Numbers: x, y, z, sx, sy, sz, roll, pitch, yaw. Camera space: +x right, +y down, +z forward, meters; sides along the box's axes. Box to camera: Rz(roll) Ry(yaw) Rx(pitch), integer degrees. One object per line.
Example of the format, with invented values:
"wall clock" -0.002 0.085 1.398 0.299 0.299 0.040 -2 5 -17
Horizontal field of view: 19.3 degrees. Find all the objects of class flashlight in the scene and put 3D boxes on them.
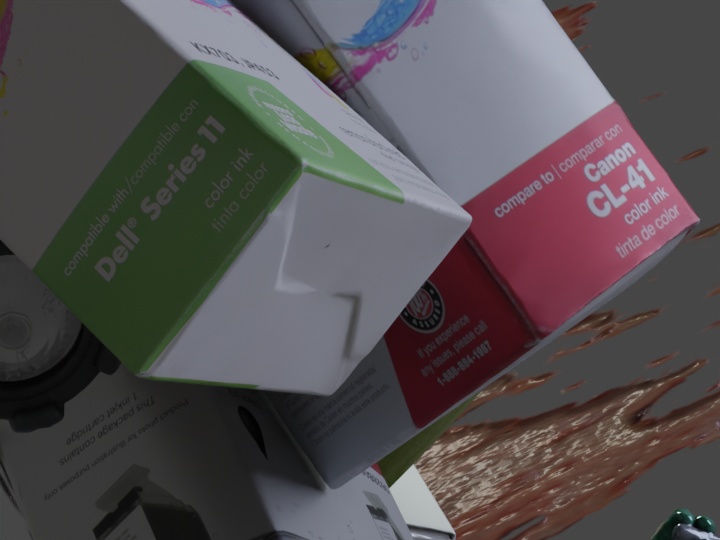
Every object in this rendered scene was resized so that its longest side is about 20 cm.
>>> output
"flashlight" -0.115 -0.026 0.652 0.068 0.068 0.200 41 11 -26

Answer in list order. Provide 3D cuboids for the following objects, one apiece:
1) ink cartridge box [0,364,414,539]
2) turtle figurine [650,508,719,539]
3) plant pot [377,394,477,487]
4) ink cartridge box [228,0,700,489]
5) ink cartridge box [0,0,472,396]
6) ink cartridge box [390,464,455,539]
"ink cartridge box" -0.029 0.117 0.709 0.147 0.083 0.201 38 21 -57
"turtle figurine" 0.114 0.179 0.822 0.150 0.198 0.101 -112 -153 -43
"plant pot" 0.000 0.000 0.924 0.186 0.201 0.187 25 9 -4
"ink cartridge box" -0.010 -0.051 0.667 0.201 0.085 0.148 56 -33 4
"ink cartridge box" -0.077 -0.058 0.558 0.200 0.067 0.117 43 11 21
"ink cartridge box" -0.038 0.142 1.101 0.200 0.082 0.148 -124 -131 -59
